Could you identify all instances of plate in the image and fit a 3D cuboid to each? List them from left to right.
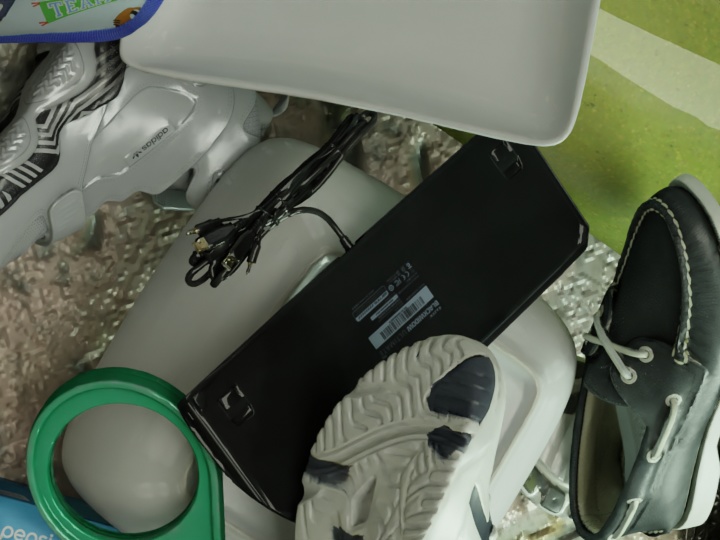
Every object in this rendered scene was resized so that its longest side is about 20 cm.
[{"bbox_3d":[0.015,-0.161,1.106,0.199,0.032,0.200,11,80,12],"label":"plate"}]

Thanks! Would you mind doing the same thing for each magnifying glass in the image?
[{"bbox_3d":[-0.073,0.131,1.097,0.079,0.022,0.200,-25,108,11],"label":"magnifying glass"}]

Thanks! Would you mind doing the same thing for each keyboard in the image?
[{"bbox_3d":[0.000,0.000,1.090,0.200,0.021,0.127,-42,110,-21],"label":"keyboard"}]

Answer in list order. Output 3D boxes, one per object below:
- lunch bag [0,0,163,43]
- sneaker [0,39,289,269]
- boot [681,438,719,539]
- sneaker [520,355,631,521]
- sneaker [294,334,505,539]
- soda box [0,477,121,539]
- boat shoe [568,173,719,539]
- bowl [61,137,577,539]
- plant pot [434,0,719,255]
[{"bbox_3d":[-0.171,-0.153,1.046,0.170,0.200,0.124,-1,99,-27],"label":"lunch bag"},{"bbox_3d":[-0.117,-0.039,1.160,0.115,0.075,0.200,39,78,-24],"label":"sneaker"},{"bbox_3d":[0.279,0.105,1.388,0.199,0.073,0.182,16,90,-20],"label":"boot"},{"bbox_3d":[0.060,0.055,1.254,0.200,0.085,0.075,30,91,-23],"label":"sneaker"},{"bbox_3d":[0.041,0.117,1.082,0.129,0.079,0.200,1,112,-43],"label":"sneaker"},{"bbox_3d":[-0.106,0.151,1.205,0.200,0.064,0.068,19,90,-26],"label":"soda box"},{"bbox_3d":[0.129,0.048,1.167,0.060,0.076,0.200,-15,127,-17],"label":"boat shoe"},{"bbox_3d":[-0.008,0.066,1.149,0.200,0.075,0.200,33,89,-21],"label":"bowl"},{"bbox_3d":[0.124,-0.099,1.219,0.184,0.200,0.201,25,87,-15],"label":"plant pot"}]
